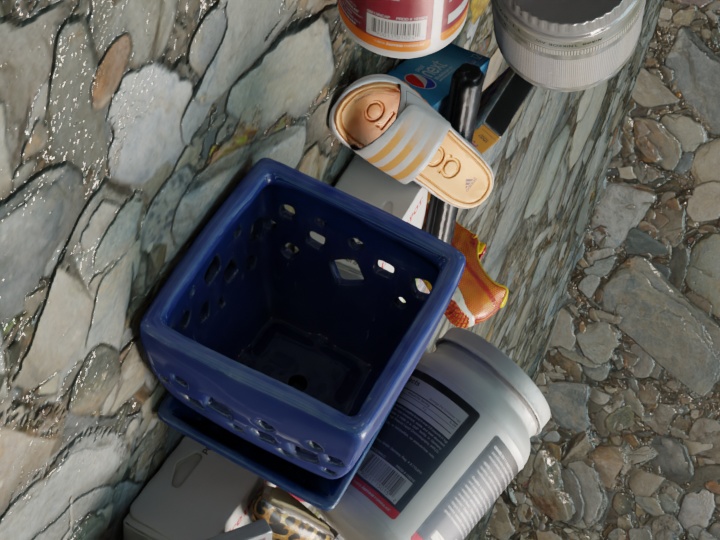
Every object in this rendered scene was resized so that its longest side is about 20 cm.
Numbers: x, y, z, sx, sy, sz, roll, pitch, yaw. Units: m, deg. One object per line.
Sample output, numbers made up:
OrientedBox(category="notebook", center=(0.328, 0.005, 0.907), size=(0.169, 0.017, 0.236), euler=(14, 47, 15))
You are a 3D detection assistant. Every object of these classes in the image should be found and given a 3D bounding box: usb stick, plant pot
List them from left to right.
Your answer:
OrientedBox(category="plant pot", center=(-0.050, 0.063, 1.160), size=(0.201, 0.198, 0.181), euler=(-57, 168, -35))
OrientedBox(category="usb stick", center=(0.093, -0.111, 1.435), size=(0.056, 0.032, 0.202), euler=(-68, 168, -61))

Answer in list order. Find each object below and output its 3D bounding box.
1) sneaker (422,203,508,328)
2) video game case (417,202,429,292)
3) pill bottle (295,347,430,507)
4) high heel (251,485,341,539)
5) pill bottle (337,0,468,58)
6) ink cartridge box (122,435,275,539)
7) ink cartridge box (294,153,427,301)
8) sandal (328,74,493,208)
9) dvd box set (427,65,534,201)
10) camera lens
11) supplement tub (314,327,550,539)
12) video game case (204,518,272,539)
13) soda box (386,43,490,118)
OrientedBox(category="sneaker", center=(0.090, -0.025, 1.543), size=(0.076, 0.201, 0.073), euler=(-25, 156, -18))
OrientedBox(category="video game case", center=(0.077, -0.018, 1.803), size=(0.143, 0.018, 0.202), euler=(-52, 158, -45))
OrientedBox(category="pill bottle", center=(-0.027, 0.126, 1.365), size=(0.200, 0.111, 0.111), euler=(-47, 170, 16))
OrientedBox(category="high heel", center=(-0.088, 0.273, 1.269), size=(0.143, 0.071, 0.200), euler=(-51, 156, -8))
OrientedBox(category="pill bottle", center=(0.037, -0.275, 1.120), size=(0.114, 0.112, 0.201), euler=(-58, 163, -32))
OrientedBox(category="ink cartridge box", center=(-0.147, 0.254, 1.305), size=(0.146, 0.082, 0.202), euler=(-54, 160, -42))
OrientedBox(category="ink cartridge box", center=(0.000, 0.000, 1.452), size=(0.146, 0.083, 0.201), euler=(-58, 163, -34))
OrientedBox(category="sandal", center=(0.063, -0.114, 1.340), size=(0.205, 0.059, 0.080), euler=(29, 102, -34))
OrientedBox(category="dvd box set", center=(0.120, -0.151, 1.587), size=(0.200, 0.029, 0.147), euler=(-41, -168, 50))
OrientedBox(category="camera lens", center=(0.211, -0.283, 1.441), size=(0.162, 0.158, 0.200), euler=(-65, 169, -7))
OrientedBox(category="supplement tub", center=(0.062, 0.166, 1.263), size=(0.200, 0.140, 0.141), euler=(-47, 160, -15))
OrientedBox(category="video game case", center=(-0.170, 0.289, 1.189), size=(0.198, 0.018, 0.144), euler=(-16, 138, -25))
OrientedBox(category="soda box", center=(0.067, -0.176, 1.462), size=(0.200, 0.067, 0.065), euler=(-44, 153, -58))
